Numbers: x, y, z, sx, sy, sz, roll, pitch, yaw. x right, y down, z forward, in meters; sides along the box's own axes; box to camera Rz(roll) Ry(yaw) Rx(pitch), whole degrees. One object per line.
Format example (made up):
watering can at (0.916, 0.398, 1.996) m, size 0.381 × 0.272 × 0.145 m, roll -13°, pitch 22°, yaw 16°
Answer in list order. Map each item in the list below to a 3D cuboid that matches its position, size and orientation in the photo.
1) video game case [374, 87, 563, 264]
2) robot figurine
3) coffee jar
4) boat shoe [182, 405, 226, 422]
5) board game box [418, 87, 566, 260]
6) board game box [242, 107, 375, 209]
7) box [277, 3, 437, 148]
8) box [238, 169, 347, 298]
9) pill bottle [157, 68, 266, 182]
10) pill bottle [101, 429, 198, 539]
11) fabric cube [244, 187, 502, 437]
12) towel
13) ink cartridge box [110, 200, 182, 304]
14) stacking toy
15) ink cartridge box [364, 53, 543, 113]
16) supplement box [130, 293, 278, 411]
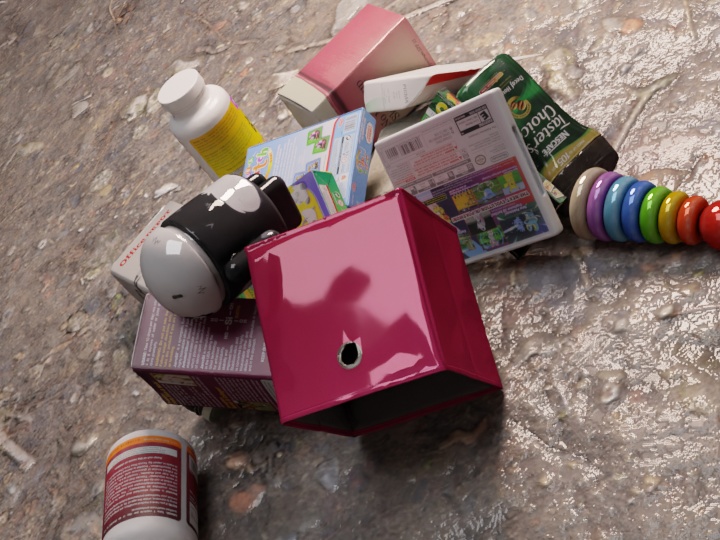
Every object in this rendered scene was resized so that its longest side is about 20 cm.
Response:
video game case at (0.126, -0.102, 1.480) m, size 0.199 × 0.183 × 0.023 m, roll -19°, pitch 9°, yaw 44°
robot figurine at (-0.163, -0.030, 1.447) m, size 0.200 × 0.125 × 0.150 m, roll -41°, pitch -9°, yaw -26°
coffee jar at (0.210, -0.162, 1.494) m, size 0.200 × 0.085 × 0.104 m, roll 43°, pitch 76°, yaw 14°
boat shoe at (-0.167, 0.099, 1.618) m, size 0.060 × 0.072 × 0.202 m, roll 25°, pitch 68°, yaw 17°
board game box at (0.146, -0.116, 1.485) m, size 0.023 × 0.200 × 0.105 m, roll -33°, pitch -18°, yaw -42°
board game box at (-0.076, -0.117, 1.618) m, size 0.199 × 0.037 × 0.152 m, roll -14°, pitch 55°, yaw 34°
box at (0.001, -0.272, 1.820) m, size 0.200 × 0.128 × 0.109 m, roll -46°, pitch 39°, yaw -8°
box at (-0.098, -0.026, 1.546) m, size 0.200 × 0.048 × 0.118 m, roll -35°, pitch 70°, yaw 32°
pill bottle at (-0.220, -0.210, 1.882) m, size 0.104 × 0.200 × 0.105 m, roll -22°, pitch 41°, yaw 21°
pill bottle at (-0.248, 0.296, 1.464) m, size 0.113 × 0.113 × 0.201 m, roll -28°, pitch 38°, yaw 15°
fabric cube at (0.016, 0.054, 1.354) m, size 0.195 × 0.200 × 0.200 m, roll -19°, pitch 72°, yaw 19°
towel at (0.073, -0.154, 1.644) m, size 0.132 × 0.035 × 0.201 m, roll -22°, pitch 32°, yaw 29°
ink cartridge box at (-0.250, -0.005, 1.795) m, size 0.200 × 0.084 × 0.146 m, roll 21°, pitch 66°, yaw 49°
stacking toy at (0.336, -0.064, 1.374) m, size 0.199 × 0.085 × 0.086 m, roll 11°, pitch 59°, yaw 40°
ink cartridge box at (0.127, -0.256, 1.690) m, size 0.199 × 0.050 × 0.160 m, roll 5°, pitch 18°, yaw 45°
supplement box at (-0.158, 0.102, 1.508) m, size 0.199 × 0.131 × 0.104 m, roll 3°, pitch 67°, yaw 13°
